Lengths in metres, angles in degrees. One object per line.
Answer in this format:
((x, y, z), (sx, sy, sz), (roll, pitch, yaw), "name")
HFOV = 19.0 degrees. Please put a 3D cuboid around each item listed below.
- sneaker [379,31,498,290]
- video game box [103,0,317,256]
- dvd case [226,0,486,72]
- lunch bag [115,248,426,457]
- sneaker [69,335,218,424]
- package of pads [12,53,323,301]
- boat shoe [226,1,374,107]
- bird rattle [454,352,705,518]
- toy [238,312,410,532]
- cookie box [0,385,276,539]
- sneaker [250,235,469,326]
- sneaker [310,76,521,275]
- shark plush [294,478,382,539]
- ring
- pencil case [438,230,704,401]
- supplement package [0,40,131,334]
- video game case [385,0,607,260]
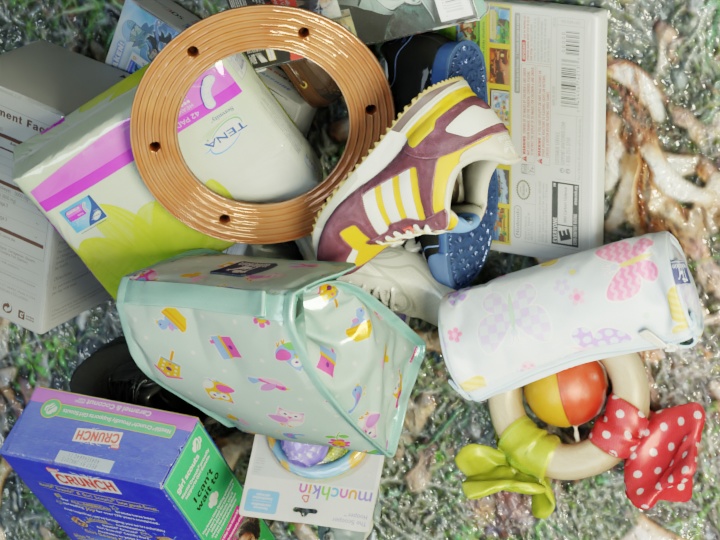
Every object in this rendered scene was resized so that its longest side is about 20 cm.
((0.056, -0.086, 1.652), (0.078, 0.070, 0.201), (14, 114, 38), "sneaker")
((-0.144, -0.104, 1.796), (0.182, 0.047, 0.200), (32, 121, 14), "video game box")
((-0.018, -0.237, 1.610), (0.199, 0.022, 0.146), (-10, 110, 28), "dvd case")
((-0.070, 0.051, 1.627), (0.170, 0.200, 0.122), (6, 68, 32), "lunch bag")
((-0.181, 0.101, 1.868), (0.199, 0.091, 0.076), (-5, 107, 33), "sneaker")
((-0.146, -0.077, 1.670), (0.200, 0.068, 0.155), (-31, 121, 11), "package of pads")
((-0.077, -0.213, 1.700), (0.200, 0.072, 0.068), (49, 123, 3), "boat shoe")
((0.168, 0.114, 1.667), (0.199, 0.113, 0.164), (-15, 84, 31), "bird rattle")
((-0.033, 0.103, 1.737), (0.115, 0.047, 0.201), (5, 69, 22), "toy")
((-0.189, 0.194, 1.858), (0.171, 0.075, 0.200), (9, 148, 27), "cookie box")
((0.000, 0.000, 1.717), (0.200, 0.081, 0.075), (30, 147, 14), "sneaker")
((0.038, -0.047, 1.586), (0.090, 0.075, 0.200), (51, 130, 18), "sneaker")
((-0.033, 0.188, 1.773), (0.091, 0.083, 0.201), (-6, 67, 39), "shark plush")
((-0.073, -0.109, 1.611), (0.200, 0.019, 0.201), (-3, 120, -5), "ring")
((0.158, 0.036, 1.619), (0.199, 0.083, 0.091), (-15, 79, 17), "pencil case")
((-0.265, -0.071, 1.784), (0.117, 0.117, 0.201), (23, 118, 24), "supplement package")
((0.103, -0.112, 1.663), (0.181, 0.023, 0.201), (10, 113, 27), "video game case")
